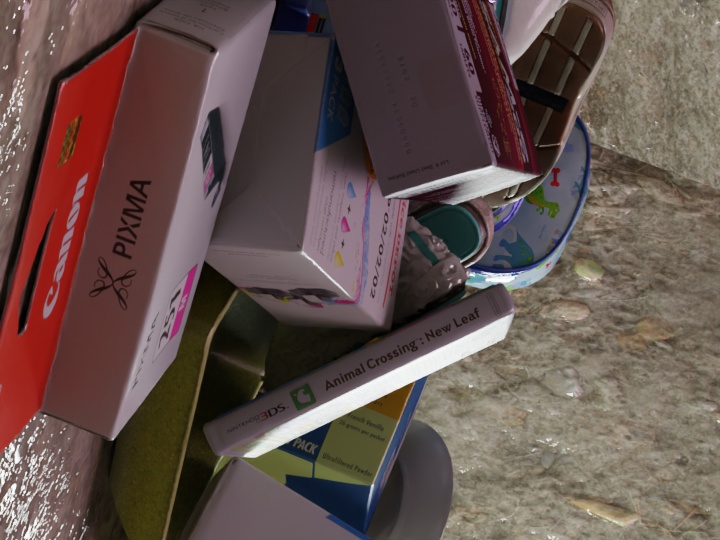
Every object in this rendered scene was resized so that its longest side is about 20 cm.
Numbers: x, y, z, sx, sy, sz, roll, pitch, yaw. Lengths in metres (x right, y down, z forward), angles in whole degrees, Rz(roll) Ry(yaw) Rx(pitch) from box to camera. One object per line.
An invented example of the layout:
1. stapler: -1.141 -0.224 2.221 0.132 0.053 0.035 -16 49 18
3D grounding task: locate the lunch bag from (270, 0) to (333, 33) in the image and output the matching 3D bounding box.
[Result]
1. lunch bag: 0.001 -0.163 1.137 0.200 0.094 0.151 -32 146 -66

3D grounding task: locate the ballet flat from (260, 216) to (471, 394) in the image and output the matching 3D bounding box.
1. ballet flat: -0.008 0.019 1.174 0.200 0.072 0.072 -33 -154 50

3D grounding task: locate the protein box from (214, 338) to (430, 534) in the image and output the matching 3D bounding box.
1. protein box: -0.018 0.071 1.476 0.199 0.135 0.200 96 16 -70

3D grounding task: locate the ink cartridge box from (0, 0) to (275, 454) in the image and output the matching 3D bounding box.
1. ink cartridge box: -0.102 -0.014 0.849 0.174 0.044 0.200 -61 170 -64

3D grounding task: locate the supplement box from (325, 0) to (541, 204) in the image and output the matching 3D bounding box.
1. supplement box: 0.043 -0.094 1.028 0.200 0.061 0.109 -8 82 -78

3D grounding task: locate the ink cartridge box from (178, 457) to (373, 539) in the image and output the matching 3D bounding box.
1. ink cartridge box: -0.066 0.214 1.243 0.084 0.146 0.200 -62 -173 -30

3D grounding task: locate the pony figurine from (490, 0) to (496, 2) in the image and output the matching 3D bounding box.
1. pony figurine: 0.080 -0.241 1.335 0.200 0.167 0.193 -30 141 -54

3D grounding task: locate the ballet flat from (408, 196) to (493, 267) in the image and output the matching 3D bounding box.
1. ballet flat: 0.000 0.000 1.273 0.068 0.200 0.067 64 18 -15

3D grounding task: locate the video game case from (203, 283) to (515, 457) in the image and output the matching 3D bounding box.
1. video game case: 0.003 0.062 1.148 0.182 0.022 0.200 -26 174 0

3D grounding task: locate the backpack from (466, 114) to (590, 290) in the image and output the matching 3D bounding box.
1. backpack: 0.084 -0.082 1.578 0.147 0.200 0.183 85 27 -78

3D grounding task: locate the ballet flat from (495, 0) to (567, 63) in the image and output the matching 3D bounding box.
1. ballet flat: 0.123 -0.227 1.222 0.069 0.069 0.200 40 56 -84

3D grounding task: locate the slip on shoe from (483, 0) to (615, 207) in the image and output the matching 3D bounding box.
1. slip on shoe: 0.115 -0.124 1.327 0.061 0.076 0.200 -67 -179 -46

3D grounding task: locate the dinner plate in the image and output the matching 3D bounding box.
1. dinner plate: -0.005 0.205 1.568 0.200 0.024 0.200 -34 -143 31

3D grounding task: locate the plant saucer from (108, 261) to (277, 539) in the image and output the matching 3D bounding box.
1. plant saucer: -0.090 0.043 1.138 0.200 0.048 0.200 -62 171 -51

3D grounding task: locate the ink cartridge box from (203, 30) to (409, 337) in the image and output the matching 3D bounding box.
1. ink cartridge box: -0.022 -0.038 1.038 0.200 0.068 0.115 45 52 -67
